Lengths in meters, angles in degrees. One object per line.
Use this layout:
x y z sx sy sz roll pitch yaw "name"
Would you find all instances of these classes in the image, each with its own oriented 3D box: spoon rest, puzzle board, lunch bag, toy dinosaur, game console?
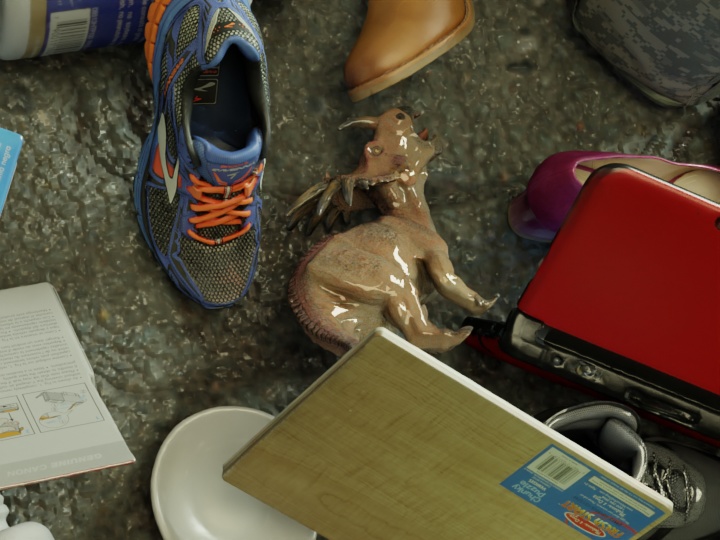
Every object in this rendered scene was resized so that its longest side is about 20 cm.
-0.066 0.174 1.294 0.099 0.061 0.202 1 78 -18 "spoon rest"
0.047 0.116 1.264 0.199 0.151 0.017 31 41 -20 "puzzle board"
0.208 -0.200 1.400 0.139 0.200 0.169 -22 83 -21 "lunch bag"
0.000 0.000 1.321 0.136 0.086 0.200 44 35 -1 "toy dinosaur"
0.181 0.026 1.338 0.199 0.172 0.119 23 87 -11 "game console"

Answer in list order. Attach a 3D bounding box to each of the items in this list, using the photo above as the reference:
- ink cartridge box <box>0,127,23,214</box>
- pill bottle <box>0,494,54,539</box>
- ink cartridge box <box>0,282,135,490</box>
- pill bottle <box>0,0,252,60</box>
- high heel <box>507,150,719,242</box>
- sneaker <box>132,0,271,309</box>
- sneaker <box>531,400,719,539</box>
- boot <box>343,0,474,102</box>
-0.292 -0.061 1.247 0.199 0.116 0.068 19 71 -13 "ink cartridge box"
-0.189 0.208 1.219 0.109 0.109 0.201 -24 85 -21 "pill bottle"
-0.235 0.083 1.213 0.199 0.045 0.176 -10 36 -19 "ink cartridge box"
-0.121 -0.192 1.333 0.199 0.120 0.121 -10 80 -20 "pill bottle"
0.193 -0.045 1.412 0.198 0.096 0.068 6 75 -16 "high heel"
-0.085 -0.064 1.300 0.075 0.078 0.201 -12 121 -16 "sneaker"
0.159 0.124 1.350 0.199 0.114 0.076 8 75 -16 "sneaker"
0.015 -0.212 1.382 0.155 0.076 0.200 50 61 -22 "boot"
